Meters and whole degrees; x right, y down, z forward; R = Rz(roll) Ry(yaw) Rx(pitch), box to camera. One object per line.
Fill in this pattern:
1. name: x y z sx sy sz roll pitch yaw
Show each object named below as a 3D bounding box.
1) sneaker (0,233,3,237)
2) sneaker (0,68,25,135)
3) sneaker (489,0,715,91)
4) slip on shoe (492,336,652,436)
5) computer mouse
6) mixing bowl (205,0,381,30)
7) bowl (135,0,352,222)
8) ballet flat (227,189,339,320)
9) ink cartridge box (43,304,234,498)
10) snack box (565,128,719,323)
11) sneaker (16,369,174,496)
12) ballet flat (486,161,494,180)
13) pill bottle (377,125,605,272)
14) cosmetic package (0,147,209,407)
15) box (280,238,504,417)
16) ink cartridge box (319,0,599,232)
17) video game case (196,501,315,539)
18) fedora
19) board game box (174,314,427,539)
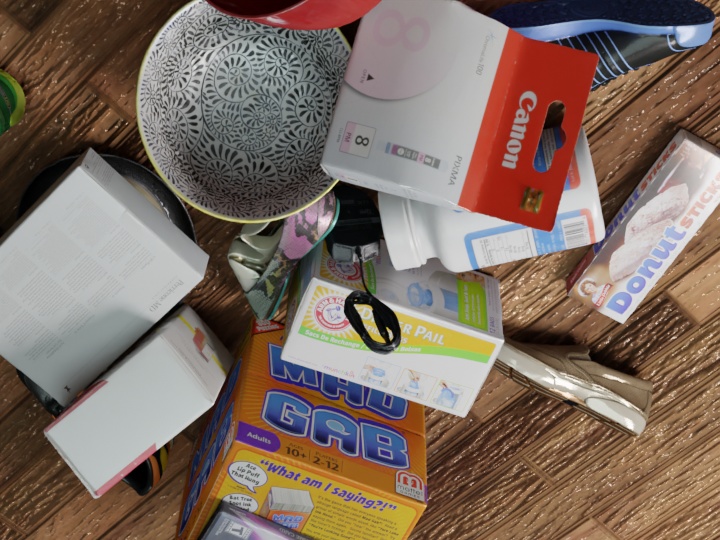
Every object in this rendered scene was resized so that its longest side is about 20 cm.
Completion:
1. sneaker: -0.415 -0.042 1.292 0.084 0.078 0.201 -19 121 14
2. sneaker: -0.407 -0.160 1.212 0.197 0.084 0.075 8 123 -3
3. sneaker: 0.211 -0.196 1.187 0.197 0.071 0.079 0 127 9
4. slip on shoe: 0.214 0.103 1.384 0.198 0.076 0.061 26 81 -6
5. computer mouse: 0.000 0.000 1.244 0.058 0.202 0.034 -3 140 -13
6. mixing bowl: -0.033 -0.274 1.087 0.199 0.202 0.108 -32 148 20
7. bowl: -0.098 -0.144 1.191 0.198 0.094 0.204 0 91 -7
8. ballet flat: -0.085 -0.021 1.280 0.070 0.070 0.200 16 145 -16
9. ink cartridge box: -0.208 0.119 1.294 0.145 0.200 0.084 -40 95 4
10. snack box: 0.283 -0.040 1.307 0.071 0.024 0.201 24 120 -15
11. sneaker: -0.280 0.158 1.409 0.070 0.090 0.200 -38 115 23
12. ballet flat: 0.052 -0.132 1.174 0.200 0.073 0.073 43 120 14
13. pill bottle: 0.120 -0.062 1.246 0.197 0.113 0.113 -11 122 9
14. cosmetic package: -0.260 0.010 1.227 0.200 0.052 0.151 -40 107 19
15. box: 0.030 0.046 1.317 0.197 0.113 0.102 19 122 -9
16. ink cartridge box: 0.082 -0.136 1.113 0.197 0.057 0.165 15 83 16
17. video game case: -0.077 0.313 1.309 0.198 0.019 0.144 25 120 -13
18. fedora: -0.251 -0.008 1.299 0.197 0.092 0.203 0 123 1
19. board game box: -0.062 0.209 1.371 0.198 0.201 0.201 21 122 -11
